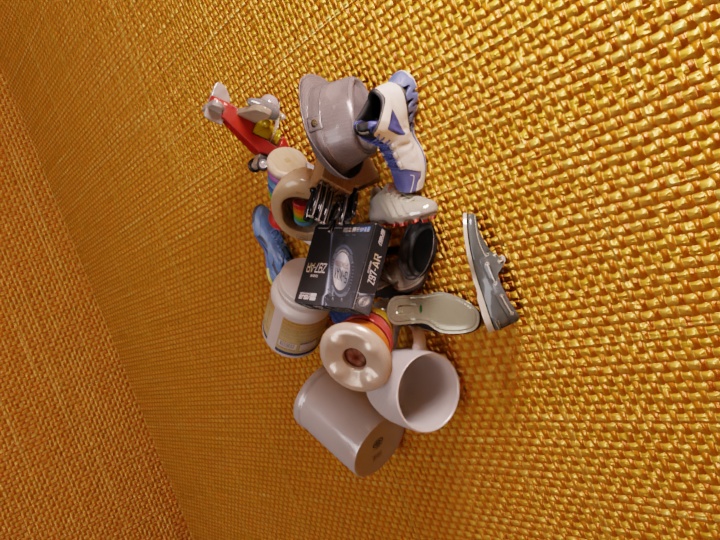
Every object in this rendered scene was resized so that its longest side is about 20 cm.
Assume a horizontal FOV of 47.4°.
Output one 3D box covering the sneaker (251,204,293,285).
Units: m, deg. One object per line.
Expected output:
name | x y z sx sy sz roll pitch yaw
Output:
sneaker | -0.192 -0.057 1.902 0.077 0.065 0.205 -1 110 42

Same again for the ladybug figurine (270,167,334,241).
ladybug figurine | -0.110 -0.134 1.637 0.132 0.073 0.202 10 147 1

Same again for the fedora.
fedora | -0.025 -0.269 1.452 0.089 0.175 0.205 -18 69 33

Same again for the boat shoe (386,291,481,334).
boat shoe | 0.143 0.078 1.510 0.197 0.067 0.074 4 85 40

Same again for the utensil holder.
utensil holder | -0.023 0.325 1.800 0.199 0.168 0.173 35 136 35

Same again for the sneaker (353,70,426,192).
sneaker | 0.042 -0.228 1.404 0.080 0.114 0.204 19 125 49

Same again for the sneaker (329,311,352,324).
sneaker | -0.033 0.053 1.689 0.071 0.076 0.201 -63 39 25

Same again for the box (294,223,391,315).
box | -0.036 -0.005 1.546 0.198 0.043 0.164 4 74 53

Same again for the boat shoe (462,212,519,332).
boat shoe | 0.215 -0.002 1.369 0.060 0.073 0.205 -14 93 13

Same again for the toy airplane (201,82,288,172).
toy airplane | -0.232 -0.320 1.717 0.198 0.142 0.200 34 165 24

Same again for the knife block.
knife block | -0.060 -0.179 1.527 0.064 0.173 0.204 -27 88 56

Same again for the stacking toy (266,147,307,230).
stacking toy | -0.161 -0.159 1.730 0.086 0.084 0.202 47 148 26

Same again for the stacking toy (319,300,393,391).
stacking toy | 0.019 0.116 1.562 0.142 0.201 0.149 12 125 17

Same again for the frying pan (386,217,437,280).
frying pan | 0.086 -0.023 1.505 0.190 0.030 0.118 -40 46 51

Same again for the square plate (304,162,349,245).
square plate | -0.093 -0.121 1.745 0.199 0.028 0.202 35 136 39

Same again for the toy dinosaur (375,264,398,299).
toy dinosaur | 0.000 0.000 1.580 0.198 0.075 0.105 -2 80 60

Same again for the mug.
mug | 0.088 0.197 1.597 0.174 0.144 0.206 4 92 61

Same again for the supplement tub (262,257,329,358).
supplement tub | -0.138 0.084 1.832 0.145 0.142 0.202 49 144 23

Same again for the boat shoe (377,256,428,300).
boat shoe | 0.075 0.018 1.580 0.198 0.056 0.069 -13 64 53

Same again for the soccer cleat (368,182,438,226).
soccer cleat | 0.069 -0.120 1.473 0.199 0.068 0.080 1 100 61
